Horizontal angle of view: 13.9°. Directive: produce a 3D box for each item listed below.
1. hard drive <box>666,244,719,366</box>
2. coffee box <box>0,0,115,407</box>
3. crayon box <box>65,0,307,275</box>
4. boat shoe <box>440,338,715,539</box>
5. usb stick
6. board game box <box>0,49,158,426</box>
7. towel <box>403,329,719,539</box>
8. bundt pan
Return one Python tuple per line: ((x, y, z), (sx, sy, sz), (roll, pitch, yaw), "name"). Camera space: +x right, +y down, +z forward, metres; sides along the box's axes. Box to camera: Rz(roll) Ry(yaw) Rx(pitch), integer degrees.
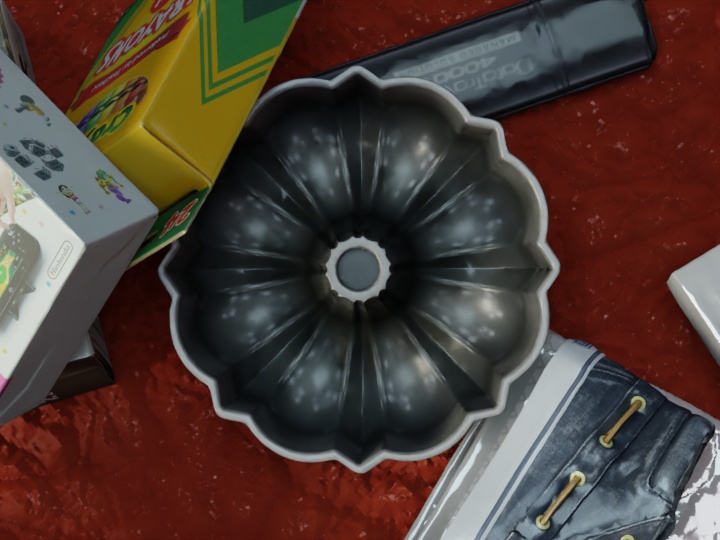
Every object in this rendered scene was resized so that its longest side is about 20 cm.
((0.276, 0.008, 1.510), (0.200, 0.026, 0.132), (-30, 78, -12), "hard drive")
((-0.209, -0.025, 1.528), (0.113, 0.080, 0.201), (-16, 78, 0), "coffee box")
((-0.101, -0.079, 1.468), (0.051, 0.127, 0.200), (40, 47, -19), "crayon box")
((0.094, 0.137, 1.452), (0.091, 0.071, 0.201), (29, 80, 13), "boat shoe")
((0.059, -0.104, 1.556), (0.199, 0.033, 0.056), (-19, 88, -1), "usb stick")
((-0.209, -0.040, 1.418), (0.200, 0.064, 0.148), (45, 127, 14), "board game box")
((0.121, 0.153, 1.500), (0.191, 0.032, 0.200), (30, 82, 8), "towel")
((0.000, 0.000, 1.503), (0.201, 0.076, 0.203), (0, 89, 1), "bundt pan")
